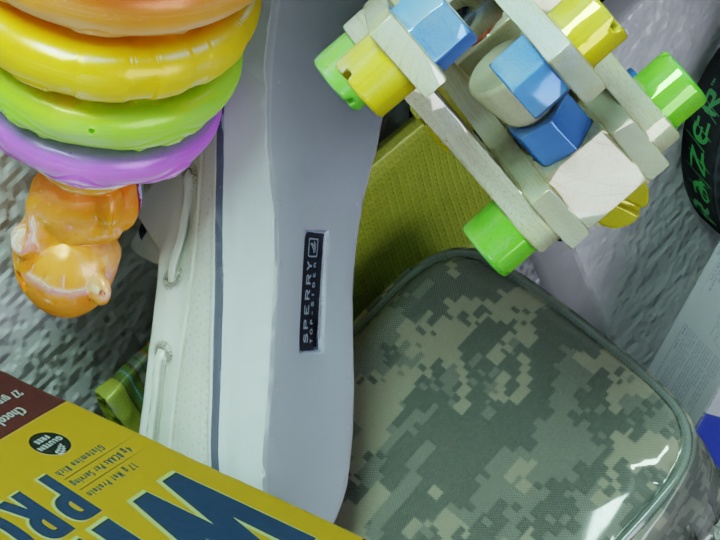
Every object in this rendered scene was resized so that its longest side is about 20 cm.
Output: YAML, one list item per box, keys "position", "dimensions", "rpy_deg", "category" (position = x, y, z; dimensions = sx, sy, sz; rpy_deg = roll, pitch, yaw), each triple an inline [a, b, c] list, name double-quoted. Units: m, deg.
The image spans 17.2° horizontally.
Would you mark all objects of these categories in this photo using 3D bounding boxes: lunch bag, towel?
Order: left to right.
- position: [0.000, 0.000, 0.797]
  dimensions: [0.200, 0.018, 0.086]
  rpy_deg: [-41, 148, -12]
  category: "towel"
- position: [0.036, 0.114, 0.812]
  dimensions: [0.200, 0.139, 0.168]
  rpy_deg: [-49, 151, -8]
  category: "lunch bag"

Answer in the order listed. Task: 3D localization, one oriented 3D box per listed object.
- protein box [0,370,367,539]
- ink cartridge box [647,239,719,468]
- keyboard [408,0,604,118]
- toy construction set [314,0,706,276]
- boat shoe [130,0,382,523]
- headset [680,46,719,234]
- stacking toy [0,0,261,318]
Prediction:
- position: [-0.091, 0.164, 0.669]
  dimensions: [0.135, 0.198, 0.201]
  rpy_deg: [-33, 139, -54]
  category: "protein box"
- position: [0.162, 0.045, 0.922]
  dimensions: [0.094, 0.044, 0.201]
  rpy_deg: [15, 112, -31]
  category: "ink cartridge box"
- position: [0.085, -0.135, 0.809]
  dimensions: [0.200, 0.040, 0.104]
  rpy_deg: [-39, 161, -22]
  category: "keyboard"
- position: [0.030, -0.079, 0.668]
  dimensions: [0.092, 0.200, 0.131]
  rpy_deg: [-33, 128, 19]
  category: "toy construction set"
- position: [-0.039, -0.017, 0.720]
  dimensions: [0.071, 0.070, 0.201]
  rpy_deg: [3, 90, -60]
  category: "boat shoe"
- position: [0.212, -0.077, 0.958]
  dimensions: [0.199, 0.094, 0.124]
  rpy_deg: [-15, 128, -20]
  category: "headset"
- position: [-0.071, -0.063, 0.649]
  dimensions: [0.109, 0.116, 0.201]
  rpy_deg: [-21, 141, -32]
  category: "stacking toy"
